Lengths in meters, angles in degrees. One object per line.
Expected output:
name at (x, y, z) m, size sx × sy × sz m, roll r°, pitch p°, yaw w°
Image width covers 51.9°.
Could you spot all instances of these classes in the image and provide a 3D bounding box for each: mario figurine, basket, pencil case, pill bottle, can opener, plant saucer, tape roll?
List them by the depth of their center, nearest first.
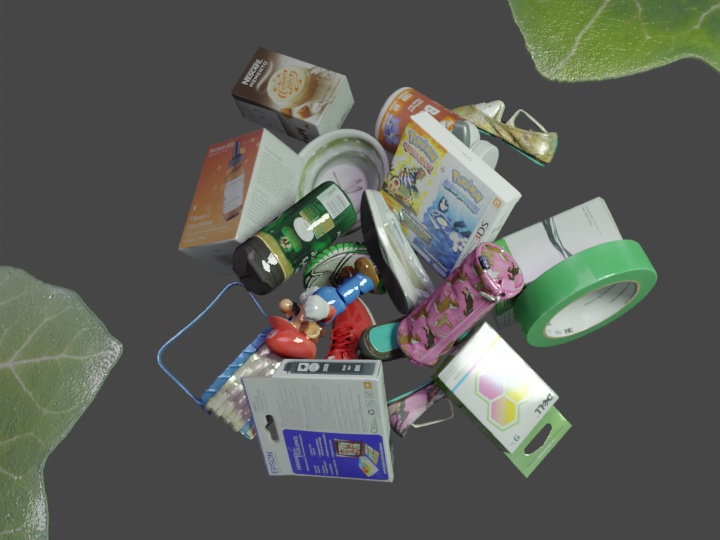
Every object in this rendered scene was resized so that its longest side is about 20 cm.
pencil case at (0.132, 0.051, 1.011) m, size 0.083 × 0.086 × 0.200 m, roll 51°, pitch 126°, yaw 11°
tape roll at (0.311, 0.036, 1.029) m, size 0.196 × 0.201 × 0.049 m, roll -23°, pitch 62°, yaw 2°
mario figurine at (-0.067, 0.045, 1.082) m, size 0.105 × 0.125 × 0.199 m, roll 33°, pitch 54°, yaw 24°
basket at (-0.190, 0.146, 1.128) m, size 0.176 × 0.139 × 0.201 m, roll -41°, pitch 88°, yaw -8°
can opener at (0.123, -0.137, 1.165) m, size 0.065 × 0.205 × 0.053 m, roll 20°, pitch 33°, yaw 17°
pill bottle at (0.128, -0.214, 1.237) m, size 0.198 × 0.113 × 0.113 m, roll 35°, pitch 78°, yaw 25°
plant saucer at (-0.036, -0.143, 1.273) m, size 0.194 × 0.050 × 0.206 m, roll -7°, pitch 68°, yaw 18°

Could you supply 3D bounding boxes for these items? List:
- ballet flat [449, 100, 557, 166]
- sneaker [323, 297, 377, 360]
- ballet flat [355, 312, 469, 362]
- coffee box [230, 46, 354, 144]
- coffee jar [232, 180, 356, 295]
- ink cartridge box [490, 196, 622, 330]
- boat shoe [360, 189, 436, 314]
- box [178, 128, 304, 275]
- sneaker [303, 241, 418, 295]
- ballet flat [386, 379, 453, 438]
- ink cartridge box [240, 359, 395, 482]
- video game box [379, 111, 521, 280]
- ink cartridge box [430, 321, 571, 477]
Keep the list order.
ballet flat at (0.243, -0.246, 1.245) m, size 0.197 × 0.071 × 0.071 m, roll 32°, pitch 76°, yaw 21°
sneaker at (-0.023, 0.118, 1.115) m, size 0.077 × 0.115 × 0.205 m, roll -24°, pitch 62°, yaw 20°
ballet flat at (0.074, 0.101, 1.119) m, size 0.195 × 0.069 × 0.070 m, roll -5°, pitch 64°, yaw -32°
coffee box at (-0.125, -0.318, 1.364) m, size 0.196 × 0.080 × 0.116 m, roll 23°, pitch 73°, yaw 22°
coffee jar at (-0.103, -0.048, 1.136) m, size 0.199 × 0.104 × 0.086 m, roll -40°, pitch 97°, yaw -26°
ink cartridge box at (0.276, -0.006, 1.088) m, size 0.195 × 0.147 × 0.085 m, roll -23°, pitch 64°, yaw 3°
boat shoe at (0.054, -0.034, 1.135) m, size 0.063 × 0.075 × 0.206 m, roll -16°, pitch 69°, yaw -20°
box at (-0.199, -0.112, 1.246) m, size 0.149 × 0.106 × 0.205 m, roll -8°, pitch 61°, yaw 39°
sneaker at (0.000, 0.000, 1.192) m, size 0.194 × 0.078 × 0.087 m, roll -16°, pitch 64°, yaw 6°
ballet flat at (0.127, 0.179, 1.090) m, size 0.197 × 0.069 × 0.072 m, roll -32°, pitch 80°, yaw -5°
ink cartridge box at (-0.055, 0.214, 1.049) m, size 0.194 × 0.203 × 0.044 m, roll -1°, pitch 34°, yaw 11°
video game box at (0.121, -0.102, 1.110) m, size 0.046 × 0.185 × 0.200 m, roll -24°, pitch 60°, yaw -43°
ink cartridge box at (0.203, 0.181, 1.029) m, size 0.104 × 0.059 × 0.200 m, roll -44°, pitch 88°, yaw -10°
